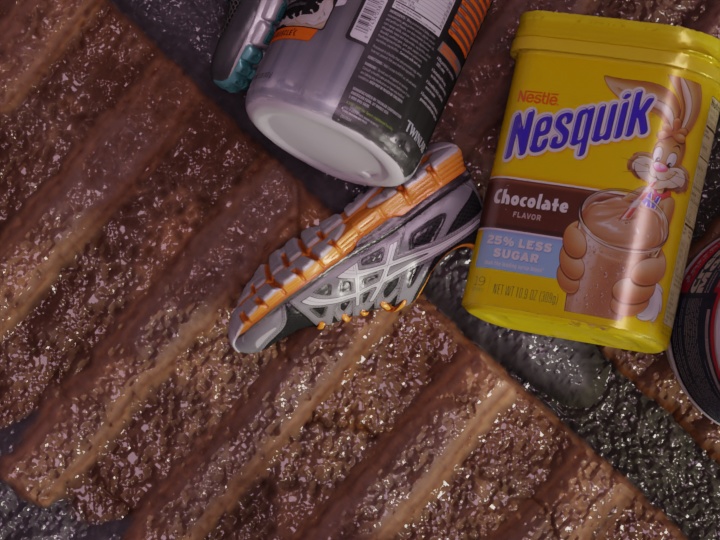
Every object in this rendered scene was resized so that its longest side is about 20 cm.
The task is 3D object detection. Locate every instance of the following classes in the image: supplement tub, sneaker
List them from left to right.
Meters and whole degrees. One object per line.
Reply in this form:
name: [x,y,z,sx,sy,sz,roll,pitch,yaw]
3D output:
sneaker: [-0.070,-0.219,1.702,0.091,0.078,0.201,19,85,15]
sneaker: [0.000,0.000,1.691,0.199,0.078,0.077,-35,109,4]
supplement tub: [0.016,-0.166,1.659,0.122,0.123,0.201,25,75,-1]
supplement tub: [0.275,0.040,1.629,0.139,0.200,0.142,0,90,-6]

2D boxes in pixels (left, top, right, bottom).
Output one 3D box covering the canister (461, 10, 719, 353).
canister: [0.154,-0.057,1.659,0.148,0.086,0.201,9,81,27]
